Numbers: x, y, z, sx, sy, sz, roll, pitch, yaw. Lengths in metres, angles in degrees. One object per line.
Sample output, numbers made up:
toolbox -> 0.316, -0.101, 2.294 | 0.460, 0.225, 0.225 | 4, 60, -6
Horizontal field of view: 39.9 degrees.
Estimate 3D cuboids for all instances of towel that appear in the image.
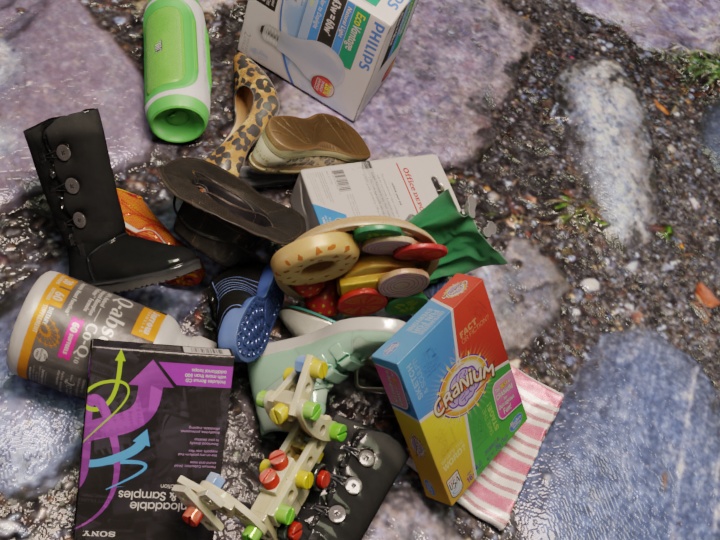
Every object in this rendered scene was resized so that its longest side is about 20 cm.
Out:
towel -> 0.149, 0.187, 1.185 | 0.145, 0.030, 0.201 | 33, 55, 3

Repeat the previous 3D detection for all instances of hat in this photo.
hat -> -0.158, -0.052, 1.143 | 0.198, 0.082, 0.201 | 25, 15, -7

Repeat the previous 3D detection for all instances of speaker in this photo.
speaker -> -0.241, -0.269, 1.297 | 0.087, 0.089, 0.203 | 2, 59, -18

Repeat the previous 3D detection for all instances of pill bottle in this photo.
pill bottle -> -0.260, 0.087, 1.051 | 0.197, 0.117, 0.118 | 20, 55, -6

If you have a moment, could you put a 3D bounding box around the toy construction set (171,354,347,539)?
toy construction set -> -0.088, 0.190, 0.984 | 0.091, 0.132, 0.200 | 23, 57, 38

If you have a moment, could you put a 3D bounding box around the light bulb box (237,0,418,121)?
light bulb box -> -0.041, -0.348, 1.346 | 0.198, 0.199, 0.126 | 31, 56, 3

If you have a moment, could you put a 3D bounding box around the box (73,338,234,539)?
box -> -0.207, 0.175, 0.993 | 0.140, 0.036, 0.204 | 5, 99, -16

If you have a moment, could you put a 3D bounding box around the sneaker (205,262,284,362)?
sneaker -> -0.140, 0.046, 1.109 | 0.076, 0.071, 0.200 | -2, 19, 10

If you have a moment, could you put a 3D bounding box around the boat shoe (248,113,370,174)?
boat shoe -> -0.064, -0.157, 1.280 | 0.198, 0.063, 0.074 | -1, 55, -51

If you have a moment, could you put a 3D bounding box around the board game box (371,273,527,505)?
board game box -> 0.103, 0.131, 1.090 | 0.040, 0.202, 0.153 | 11, 43, 46

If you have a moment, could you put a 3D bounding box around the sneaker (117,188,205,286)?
sneaker -> -0.261, -0.053, 1.167 | 0.199, 0.073, 0.077 | 34, 46, 1

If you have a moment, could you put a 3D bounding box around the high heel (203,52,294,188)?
high heel -> -0.174, -0.194, 1.279 | 0.141, 0.071, 0.203 | -9, 71, -31

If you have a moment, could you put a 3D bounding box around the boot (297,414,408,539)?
boot -> 0.002, 0.273, 1.056 | 0.163, 0.066, 0.201 | 31, 50, 0

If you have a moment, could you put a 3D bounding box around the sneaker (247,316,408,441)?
sneaker -> -0.029, 0.125, 1.085 | 0.198, 0.074, 0.120 | -18, 68, 22

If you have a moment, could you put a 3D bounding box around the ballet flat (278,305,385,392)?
ballet flat -> -0.009, 0.102, 1.168 | 0.197, 0.070, 0.070 | 20, 55, -7

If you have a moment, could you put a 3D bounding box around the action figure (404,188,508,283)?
action figure -> 0.068, -0.024, 1.195 | 0.119, 0.198, 0.055 | 51, 40, -18

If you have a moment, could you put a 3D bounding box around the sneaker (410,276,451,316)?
sneaker -> 0.102, 0.060, 1.221 | 0.085, 0.076, 0.201 | 49, 20, -33

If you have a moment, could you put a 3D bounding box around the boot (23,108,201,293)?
boot -> -0.271, -0.079, 1.087 | 0.162, 0.066, 0.204 | -11, 95, 15

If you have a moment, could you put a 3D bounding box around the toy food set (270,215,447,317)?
toy food set -> 0.000, 0.000, 1.121 | 0.194, 0.201, 0.049 | -8, 62, -1

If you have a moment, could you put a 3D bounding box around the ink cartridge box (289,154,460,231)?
ink cartridge box -> 0.022, -0.077, 1.280 | 0.197, 0.068, 0.117 | -10, 63, -23
